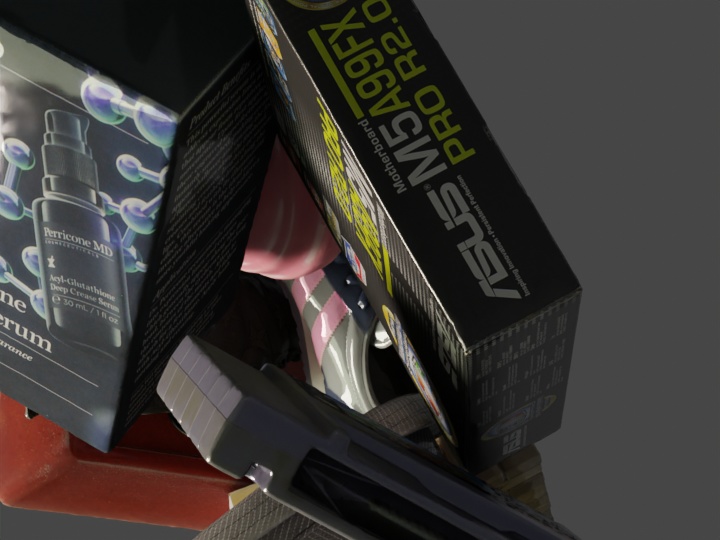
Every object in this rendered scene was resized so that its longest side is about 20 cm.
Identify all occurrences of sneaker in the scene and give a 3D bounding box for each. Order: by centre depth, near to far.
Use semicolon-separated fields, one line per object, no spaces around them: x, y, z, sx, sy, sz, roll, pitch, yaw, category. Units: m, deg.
0.000;0.000;1.117;0.082;0.070;0.200;-7;109;55;sneaker
-0.066;0.038;1.152;0.200;0.105;0.060;16;171;-41;sneaker

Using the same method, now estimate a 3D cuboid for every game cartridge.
0.028;0.086;0.815;0.200;0.038;0.130;30;-175;-15;game cartridge

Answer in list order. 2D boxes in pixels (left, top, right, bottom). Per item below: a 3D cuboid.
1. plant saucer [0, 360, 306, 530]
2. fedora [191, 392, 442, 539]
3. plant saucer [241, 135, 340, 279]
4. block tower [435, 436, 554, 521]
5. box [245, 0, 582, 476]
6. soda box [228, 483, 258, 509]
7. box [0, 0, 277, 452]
-0.086;0.029;1.197;0.037;0.199;0.201;-19;66;50;plant saucer
-0.019;0.136;0.956;0.090;0.200;0.177;54;-150;10;fedora
-0.074;-0.086;1.034;0.201;0.051;0.201;44;147;40;plant saucer
0.059;0.119;1.102;0.058;0.054;0.200;60;174;32;block tower
0.017;-0.023;0.827;0.160;0.044;0.200;62;175;15;box
0.017;0.165;1.217;0.200;0.068;0.064;36;-141;-46;soda box
-0.121;-0.053;0.930;0.148;0.107;0.200;28;137;11;box
